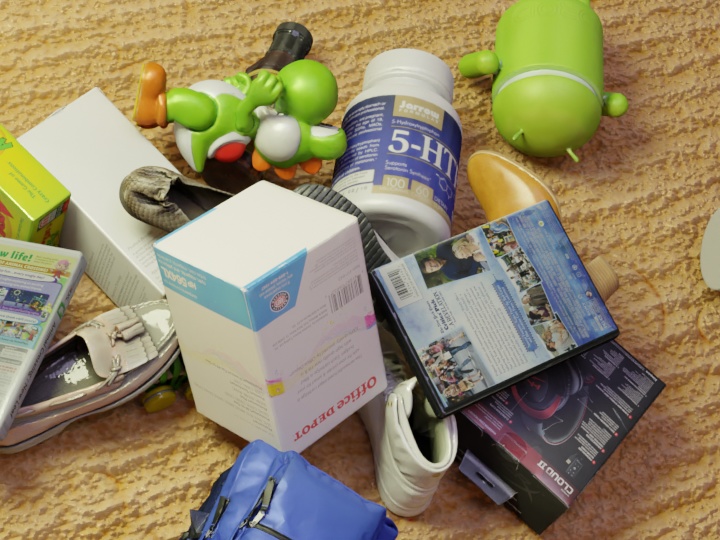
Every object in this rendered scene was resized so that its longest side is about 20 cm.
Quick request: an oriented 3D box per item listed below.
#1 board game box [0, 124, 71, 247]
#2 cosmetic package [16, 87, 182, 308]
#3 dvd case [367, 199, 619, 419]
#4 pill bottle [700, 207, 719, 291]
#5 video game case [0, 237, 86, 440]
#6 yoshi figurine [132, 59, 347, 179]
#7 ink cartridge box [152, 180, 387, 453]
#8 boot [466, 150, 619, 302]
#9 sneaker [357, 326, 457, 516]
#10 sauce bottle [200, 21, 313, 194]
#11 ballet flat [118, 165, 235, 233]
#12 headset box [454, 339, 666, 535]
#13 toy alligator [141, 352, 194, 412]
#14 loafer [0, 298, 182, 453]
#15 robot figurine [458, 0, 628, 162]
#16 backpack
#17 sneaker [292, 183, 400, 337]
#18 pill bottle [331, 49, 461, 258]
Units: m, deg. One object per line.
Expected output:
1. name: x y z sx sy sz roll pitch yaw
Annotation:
1. board game box: -0.348 -0.098 1.397 0.200 0.102 0.048 44 56 8
2. cosmetic package: -0.218 -0.055 1.430 0.200 0.085 0.107 46 56 10
3. dvd case: 0.119 0.032 1.391 0.199 0.018 0.143 -22 77 -25
4. pill bottle: 0.462 -0.008 1.625 0.199 0.120 0.120 9 59 -15
5. video game case: -0.353 0.044 1.317 0.199 0.022 0.183 10 56 15
6. yoshi figurine: -0.104 -0.160 1.445 0.199 0.112 0.113 11 50 -7
7. ink cartridge box: -0.072 0.051 1.329 0.128 0.201 0.125 -33 39 -32
8. boot: 0.134 -0.013 1.460 0.144 0.071 0.201 -34 73 -32
9. sneaker: 0.038 0.106 1.411 0.073 0.116 0.201 -8 63 -21
10. sauce bottle: -0.098 -0.164 1.548 0.066 0.066 0.201 23 57 -6
11. ballet flat: -0.117 -0.044 1.377 0.199 0.046 0.068 24 64 -30
12. headset box: 0.167 0.134 1.463 0.149 0.075 0.200 41 56 7
13. toy alligator: -0.143 0.076 1.399 0.199 0.054 0.060 -17 68 -27
14. loafer: -0.235 0.083 1.320 0.199 0.063 0.072 -32 63 -10
15. robot figurine: 0.197 -0.207 1.647 0.175 0.116 0.201 16 57 -16
16. backpack: -0.079 0.254 1.253 0.162 0.168 0.201 30 62 0
17. sneaker: 0.000 0.000 1.425 0.074 0.088 0.200 -45 104 -4
18. pill bottle: 0.037 -0.110 1.523 0.119 0.120 0.201 15 58 -11
